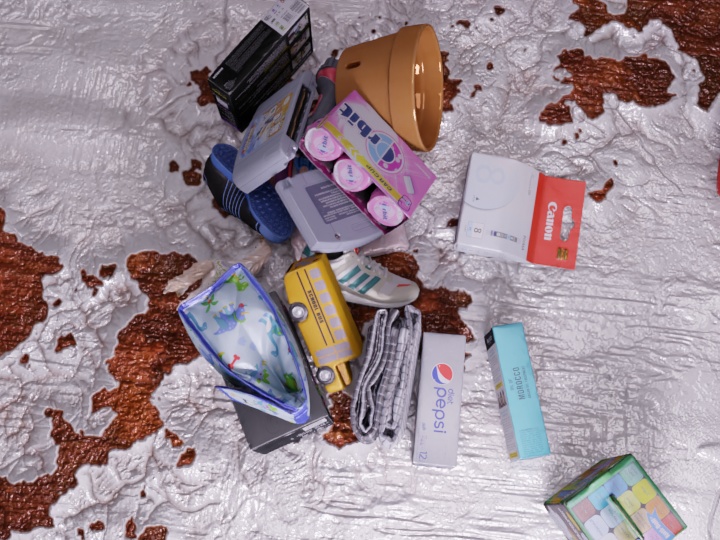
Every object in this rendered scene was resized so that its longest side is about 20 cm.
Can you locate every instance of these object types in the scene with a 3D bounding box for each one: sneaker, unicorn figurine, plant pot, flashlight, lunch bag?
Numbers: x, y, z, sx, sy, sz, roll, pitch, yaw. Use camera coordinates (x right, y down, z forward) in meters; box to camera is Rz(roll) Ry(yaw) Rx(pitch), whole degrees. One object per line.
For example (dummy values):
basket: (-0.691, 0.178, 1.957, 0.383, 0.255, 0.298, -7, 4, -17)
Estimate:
sneaker: (0.000, 0.000, 1.352, 0.199, 0.070, 0.094, 9, 109, -3)
unicorn figurine: (-0.210, 0.009, 1.353, 0.137, 0.200, 0.074, -44, 83, 17)
sneaker: (-0.184, -0.111, 1.401, 0.070, 0.078, 0.200, -23, 68, -40)
plant pot: (0.046, -0.292, 1.404, 0.139, 0.200, 0.201, 2, 74, 19)
flashlight: (-0.064, -0.264, 1.413, 0.068, 0.068, 0.200, 19, 53, 4)
lunch bag: (-0.135, 0.115, 1.140, 0.127, 0.170, 0.200, -39, 80, -10)

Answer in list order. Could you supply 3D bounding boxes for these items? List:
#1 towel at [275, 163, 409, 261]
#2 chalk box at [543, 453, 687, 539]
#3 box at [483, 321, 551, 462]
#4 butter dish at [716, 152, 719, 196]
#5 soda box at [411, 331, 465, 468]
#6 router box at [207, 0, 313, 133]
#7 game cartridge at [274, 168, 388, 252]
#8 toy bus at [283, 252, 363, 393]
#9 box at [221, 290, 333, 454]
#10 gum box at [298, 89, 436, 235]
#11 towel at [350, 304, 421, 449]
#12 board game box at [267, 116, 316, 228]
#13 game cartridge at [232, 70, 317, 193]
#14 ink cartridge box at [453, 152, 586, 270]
towel: (-0.033, -0.107, 1.425, 0.190, 0.032, 0.201, -14, 75, -2)
chalk box: (0.357, 0.342, 1.217, 0.124, 0.200, 0.125, -33, 78, -9)
box: (0.237, 0.186, 1.320, 0.049, 0.082, 0.201, -9, 76, -4)
butter dish: (0.698, -0.192, 1.395, 0.199, 0.148, 0.201, 0, 72, 42)
soda box: (0.120, 0.199, 1.326, 0.068, 0.063, 0.201, 5, 75, 3)
router box: (-0.159, -0.339, 1.426, 0.051, 0.149, 0.200, 37, 78, 9)
game cartridge: (-0.024, -0.100, 1.337, 0.200, 0.041, 0.133, -21, 73, -40)
toy bus: (-0.054, 0.080, 1.313, 0.078, 0.065, 0.201, -20, 103, 9)
box: (-0.135, 0.155, 1.294, 0.124, 0.149, 0.201, -24, 76, -5)
gum box: (0.010, -0.168, 1.321, 0.200, 0.066, 0.114, 45, 47, -11)
towel: (0.036, 0.158, 1.286, 0.085, 0.166, 0.201, 9, 75, 6)
board game box: (-0.084, -0.167, 1.406, 0.158, 0.039, 0.200, -40, 77, -10)
game cartridge: (-0.137, -0.217, 1.364, 0.133, 0.042, 0.201, -24, 39, 35)
ink cartridge box: (0.263, -0.096, 1.413, 0.199, 0.047, 0.161, 10, 75, 5)
